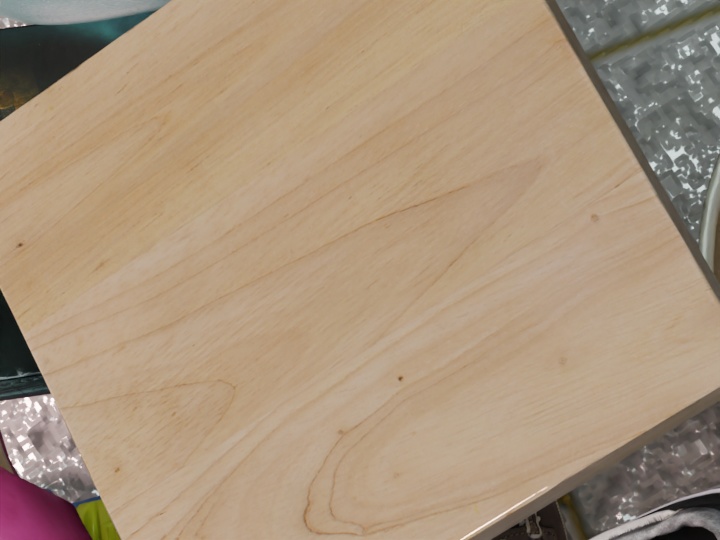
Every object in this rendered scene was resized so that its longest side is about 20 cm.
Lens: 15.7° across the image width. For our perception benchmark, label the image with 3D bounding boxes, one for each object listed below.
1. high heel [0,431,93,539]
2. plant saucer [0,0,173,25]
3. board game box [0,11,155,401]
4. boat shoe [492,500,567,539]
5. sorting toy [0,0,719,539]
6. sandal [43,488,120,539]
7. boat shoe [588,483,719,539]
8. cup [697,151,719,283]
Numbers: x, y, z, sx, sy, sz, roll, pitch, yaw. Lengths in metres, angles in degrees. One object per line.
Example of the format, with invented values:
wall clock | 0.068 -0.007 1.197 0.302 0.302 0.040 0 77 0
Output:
high heel | -0.121 0.036 0.850 0.200 0.067 0.096 39 80 23
plant saucer | -0.060 -0.127 0.911 0.199 0.200 0.036 -17 110 0
board game box | -0.137 -0.019 0.937 0.199 0.028 0.136 -8 73 -10
boat shoe | 0.042 0.127 0.915 0.072 0.060 0.201 -8 81 2
sorting toy | 0.000 0.000 0.830 0.200 0.070 0.199 -33 72 15
sandal | -0.083 0.105 0.908 0.199 0.087 0.080 5 94 5
boat shoe | 0.054 0.129 0.824 0.199 0.068 0.074 -30 73 32
cup | 0.209 0.012 0.885 0.199 0.143 0.201 -1 81 3
